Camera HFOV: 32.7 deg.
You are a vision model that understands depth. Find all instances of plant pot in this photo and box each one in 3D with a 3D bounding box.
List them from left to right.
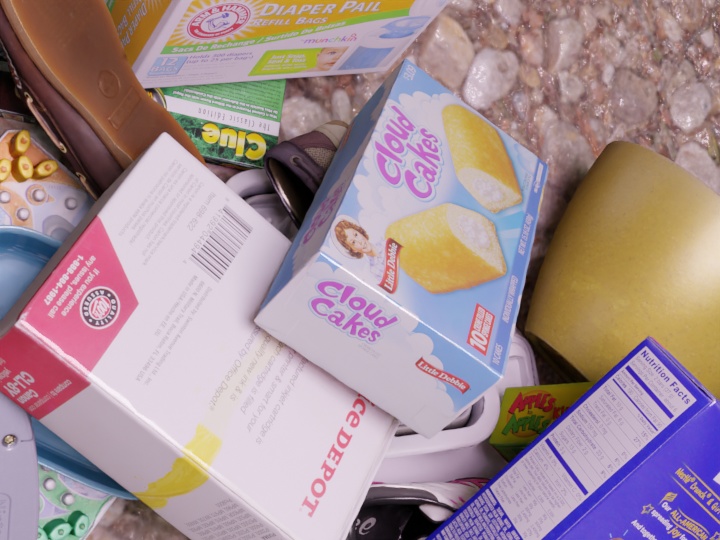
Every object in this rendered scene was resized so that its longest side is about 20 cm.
[{"bbox_3d":[0.202,0.028,0.882,0.142,0.200,0.200,-46,107,-3],"label":"plant pot"}]

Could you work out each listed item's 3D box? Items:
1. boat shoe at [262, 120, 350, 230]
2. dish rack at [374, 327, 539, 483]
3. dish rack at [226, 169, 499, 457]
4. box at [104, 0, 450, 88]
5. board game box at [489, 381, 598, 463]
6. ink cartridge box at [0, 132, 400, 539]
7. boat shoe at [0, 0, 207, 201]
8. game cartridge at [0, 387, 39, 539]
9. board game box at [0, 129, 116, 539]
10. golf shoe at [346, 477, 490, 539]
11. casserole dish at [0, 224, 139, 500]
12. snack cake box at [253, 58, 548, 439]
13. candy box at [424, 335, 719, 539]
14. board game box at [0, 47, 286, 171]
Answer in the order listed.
[{"bbox_3d":[0.000,0.000,0.761,0.064,0.072,0.201,-19,73,-23],"label":"boat shoe"},{"bbox_3d":[0.055,0.131,0.871,0.199,0.043,0.173,-9,92,-26],"label":"dish rack"},{"bbox_3d":[-0.007,0.030,0.817,0.171,0.044,0.201,-4,71,-24],"label":"dish rack"},{"bbox_3d":[-0.054,-0.190,0.773,0.199,0.112,0.102,-10,73,-31],"label":"box"},{"bbox_3d":[0.187,0.155,0.869,0.200,0.101,0.048,48,49,-34],"label":"board game box"},{"bbox_3d":[-0.082,0.051,0.665,0.200,0.083,0.145,41,51,-14],"label":"ink cartridge box"},{"bbox_3d":[-0.168,-0.104,0.717,0.201,0.070,0.070,61,39,-22],"label":"boat shoe"},{"bbox_3d":[-0.246,0.137,0.677,0.132,0.042,0.201,-1,116,-26],"label":"game cartridge"},{"bbox_3d":[-0.199,0.049,0.758,0.200,0.026,0.200,43,70,-18],"label":"board game box"},{"bbox_3d":[0.051,0.172,0.794,0.199,0.092,0.073,6,84,-27],"label":"golf shoe"},{"bbox_3d":[-0.173,0.056,0.735,0.199,0.039,0.122,30,75,-22],"label":"casserole dish"},{"bbox_3d":[0.031,-0.019,0.686,0.115,0.067,0.200,35,39,-12],"label":"snack cake box"},{"bbox_3d":[0.158,0.162,0.749,0.200,0.077,0.169,-43,128,7],"label":"candy box"},{"bbox_3d":[-0.143,-0.133,0.798,0.199,0.023,0.106,12,81,-25],"label":"board game box"}]
